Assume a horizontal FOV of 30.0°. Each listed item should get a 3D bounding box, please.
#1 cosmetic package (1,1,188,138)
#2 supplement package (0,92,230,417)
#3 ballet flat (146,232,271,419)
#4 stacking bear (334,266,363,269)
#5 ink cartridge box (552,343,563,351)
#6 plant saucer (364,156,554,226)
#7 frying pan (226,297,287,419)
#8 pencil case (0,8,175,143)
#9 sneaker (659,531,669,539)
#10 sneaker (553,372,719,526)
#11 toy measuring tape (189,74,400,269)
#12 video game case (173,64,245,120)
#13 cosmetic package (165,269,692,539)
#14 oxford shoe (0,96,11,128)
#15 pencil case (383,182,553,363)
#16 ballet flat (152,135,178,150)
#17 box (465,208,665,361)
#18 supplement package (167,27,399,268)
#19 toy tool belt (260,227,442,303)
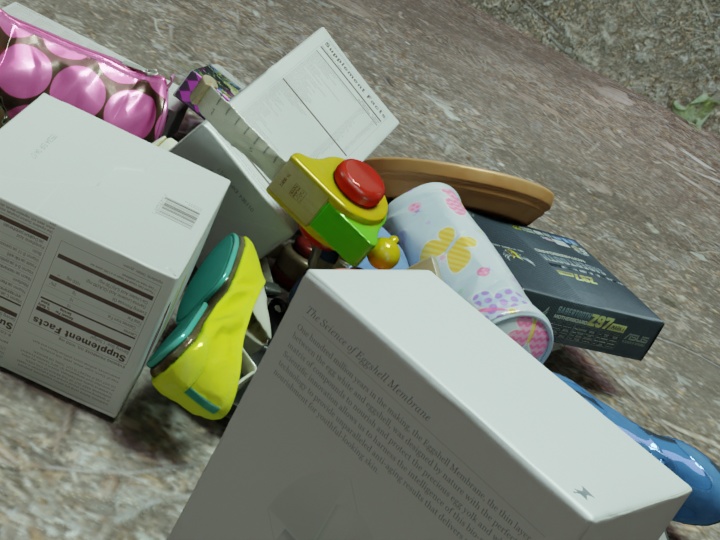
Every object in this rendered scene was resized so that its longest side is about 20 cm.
[{"bbox_3d":[-0.268,-0.188,1.306,0.199,0.051,0.083,27,22,-4],"label":"cosmetic package"},{"bbox_3d":[-0.193,-0.018,0.916,0.155,0.111,0.200,26,22,-5],"label":"supplement package"},{"bbox_3d":[-0.094,0.041,0.914,0.067,0.067,0.200,44,20,-12],"label":"ballet flat"},{"bbox_3d":[0.021,0.071,0.944,0.200,0.121,0.114,45,-8,44],"label":"stacking bear"},{"bbox_3d":[0.090,0.018,1.284,0.198,0.044,0.200,37,20,23],"label":"ink cartridge box"},{"bbox_3d":[0.094,-0.075,1.355,0.199,0.038,0.200,9,-4,1],"label":"plant saucer"},{"bbox_3d":[-0.085,0.063,0.976,0.115,0.031,0.190,19,20,-28],"label":"frying pan"},{"bbox_3d":[-0.269,-0.167,1.197,0.199,0.094,0.091,20,22,-18],"label":"pencil case"},{"bbox_3d":[0.174,0.165,1.017,0.139,0.078,0.200,19,31,-29],"label":"sneaker"},{"bbox_3d":[0.203,0.149,1.083,0.200,0.066,0.078,31,13,21],"label":"sneaker"},{"bbox_3d":[-0.042,-0.076,1.016,0.200,0.074,0.074,44,22,4],"label":"toy measuring tape"},{"bbox_3d":[-0.084,-0.127,1.322,0.200,0.036,0.181,39,9,-6],"label":"video game case"},{"bbox_3d":[0.027,0.135,0.712,0.199,0.201,0.123,41,24,29],"label":"cosmetic package"},{"bbox_3d":[-0.294,-0.110,1.046,0.199,0.085,0.073,12,24,-40],"label":"oxford shoe"},{"bbox_3d":[0.085,0.012,1.132,0.200,0.083,0.091,59,-6,47],"label":"pencil case"},{"bbox_3d":[-0.166,-0.088,1.171,0.067,0.071,0.200,32,21,11],"label":"ballet flat"},{"bbox_3d":[0.170,0.010,1.271,0.199,0.051,0.158,13,25,-36],"label":"box"},{"bbox_3d":[-0.075,-0.097,1.122,0.114,0.109,0.200,51,41,-8],"label":"supplement package"},{"bbox_3d":[0.000,0.000,1.101,0.124,0.123,0.200,14,25,-34],"label":"toy tool belt"}]
